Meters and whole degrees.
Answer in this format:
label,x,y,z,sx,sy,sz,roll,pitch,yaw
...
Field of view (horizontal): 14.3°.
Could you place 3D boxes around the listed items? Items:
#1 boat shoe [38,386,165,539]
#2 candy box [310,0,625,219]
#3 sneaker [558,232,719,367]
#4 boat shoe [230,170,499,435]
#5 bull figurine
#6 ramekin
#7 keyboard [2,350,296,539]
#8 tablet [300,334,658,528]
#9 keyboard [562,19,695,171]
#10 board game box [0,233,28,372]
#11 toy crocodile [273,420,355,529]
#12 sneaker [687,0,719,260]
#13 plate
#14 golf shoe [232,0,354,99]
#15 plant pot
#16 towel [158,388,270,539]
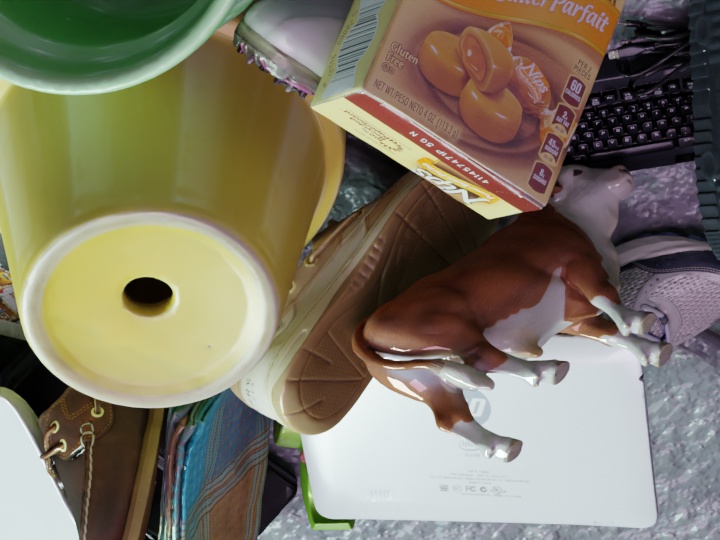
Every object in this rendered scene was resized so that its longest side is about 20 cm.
label,x,y,z,sx,sy,sz,roll,pitch,yaw
boat shoe,-0.139,0.088,1.550,0.070,0.200,0.070,12,141,-7
candy box,0.067,-0.140,1.400,0.115,0.200,0.055,31,160,-25
sneaker,0.129,0.050,1.624,0.200,0.085,0.077,-24,126,16
boat shoe,0.000,0.000,1.543,0.069,0.200,0.074,15,144,44
bull figurine,0.090,0.018,1.517,0.200,0.121,0.065,-33,143,-30
ramekin,-0.123,-0.189,1.362,0.200,0.098,0.200,4,104,18
keyboard,-0.138,0.109,1.690,0.104,0.040,0.200,-47,123,8
tablet,0.063,0.090,1.601,0.200,0.014,0.130,0,123,14
keyboard,0.171,-0.090,1.541,0.200,0.040,0.104,-11,130,5
board game box,-0.256,-0.019,1.591,0.200,0.023,0.105,32,123,-26
toy crocodile,-0.005,0.064,1.645,0.067,0.062,0.200,10,128,-10
sneaker,0.220,-0.103,1.489,0.082,0.070,0.200,-5,101,-27
plate,-0.218,0.133,1.651,0.200,0.032,0.200,2,130,41
golf shoe,0.016,-0.130,1.444,0.200,0.073,0.092,-4,125,-50
plant pot,-0.106,-0.039,1.475,0.200,0.189,0.201,-1,128,-2
towel,-0.081,0.138,1.625,0.022,0.147,0.200,14,116,15
